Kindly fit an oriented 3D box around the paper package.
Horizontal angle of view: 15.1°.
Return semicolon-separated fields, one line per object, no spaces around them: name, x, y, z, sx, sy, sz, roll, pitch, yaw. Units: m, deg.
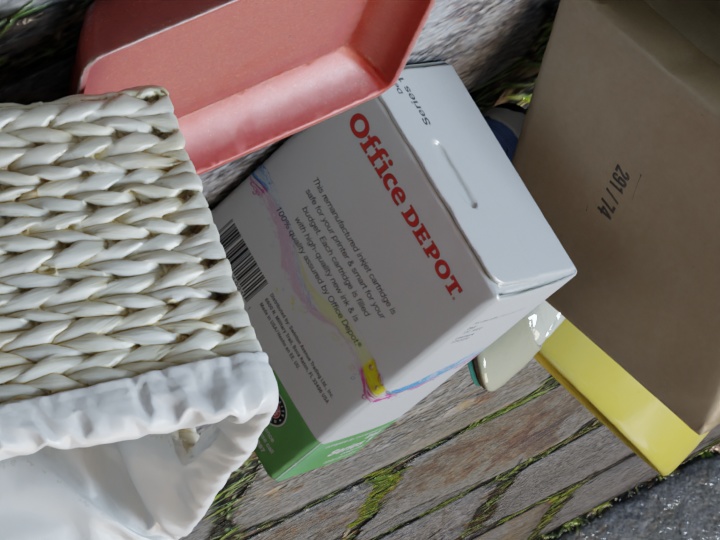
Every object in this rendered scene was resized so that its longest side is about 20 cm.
paper package;0.182;-0.047;1.493;0.103;0.191;0.200;-24;145;-36

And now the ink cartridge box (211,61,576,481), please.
ink cartridge box;0.000;0.000;1.493;0.200;0.145;0.084;-41;164;35

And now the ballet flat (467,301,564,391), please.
ballet flat;0.104;0.001;1.709;0.069;0.069;0.200;-37;-156;27

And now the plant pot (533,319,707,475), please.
plant pot;0.202;0.008;1.880;0.189;0.201;0.201;-46;166;1

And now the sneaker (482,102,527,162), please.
sneaker;0.044;-0.028;1.630;0.077;0.076;0.200;-23;164;-44

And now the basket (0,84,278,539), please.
basket;-0.162;0.036;1.169;0.200;0.161;0.198;-9;160;-19

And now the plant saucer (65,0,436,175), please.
plant saucer;-0.056;-0.102;1.245;0.199;0.037;0.200;-25;166;-20
